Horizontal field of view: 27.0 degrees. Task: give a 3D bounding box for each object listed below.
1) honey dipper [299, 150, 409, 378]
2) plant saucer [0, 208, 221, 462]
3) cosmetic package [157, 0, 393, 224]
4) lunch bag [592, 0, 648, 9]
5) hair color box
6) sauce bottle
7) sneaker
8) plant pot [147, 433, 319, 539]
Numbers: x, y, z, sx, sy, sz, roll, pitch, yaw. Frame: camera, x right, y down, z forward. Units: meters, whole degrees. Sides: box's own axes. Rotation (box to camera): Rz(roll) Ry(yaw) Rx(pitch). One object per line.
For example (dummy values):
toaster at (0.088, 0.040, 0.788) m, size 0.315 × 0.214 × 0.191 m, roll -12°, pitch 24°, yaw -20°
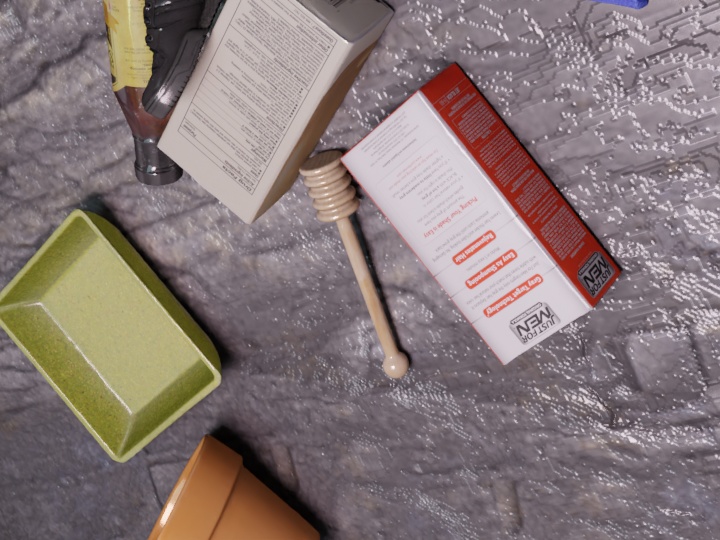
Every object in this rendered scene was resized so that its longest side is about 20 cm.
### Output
honey dipper at (0.000, 0.000, 1.218) m, size 0.038 × 0.038 × 0.202 m, roll -2°, pitch 119°, yaw 35°
plant saucer at (-0.229, 0.056, 1.395) m, size 0.201 × 0.048 × 0.199 m, roll 50°, pitch 132°, yaw -1°
cosmetic package at (-0.068, -0.145, 1.148) m, size 0.105 × 0.071 × 0.200 m, roll 41°, pitch 132°, yaw 5°
lunch bag at (0.107, -0.261, 0.958) m, size 0.198 × 0.094 × 0.152 m, roll 13°, pitch 127°, yaw 38°
hair color box at (0.088, -0.041, 1.113) m, size 0.201 × 0.061 × 0.101 m, roll 52°, pitch 132°, yaw -2°
sauce bottle at (-0.171, -0.165, 1.209) m, size 0.065 × 0.066 × 0.202 m, roll 15°, pitch 123°, yaw 26°
sneaker at (-0.149, -0.223, 1.113) m, size 0.103 × 0.202 × 0.060 m, roll 24°, pitch 176°, yaw -11°
plant pot at (-0.127, 0.271, 1.375) m, size 0.139 × 0.201 × 0.201 m, roll 27°, pitch 131°, yaw -4°
